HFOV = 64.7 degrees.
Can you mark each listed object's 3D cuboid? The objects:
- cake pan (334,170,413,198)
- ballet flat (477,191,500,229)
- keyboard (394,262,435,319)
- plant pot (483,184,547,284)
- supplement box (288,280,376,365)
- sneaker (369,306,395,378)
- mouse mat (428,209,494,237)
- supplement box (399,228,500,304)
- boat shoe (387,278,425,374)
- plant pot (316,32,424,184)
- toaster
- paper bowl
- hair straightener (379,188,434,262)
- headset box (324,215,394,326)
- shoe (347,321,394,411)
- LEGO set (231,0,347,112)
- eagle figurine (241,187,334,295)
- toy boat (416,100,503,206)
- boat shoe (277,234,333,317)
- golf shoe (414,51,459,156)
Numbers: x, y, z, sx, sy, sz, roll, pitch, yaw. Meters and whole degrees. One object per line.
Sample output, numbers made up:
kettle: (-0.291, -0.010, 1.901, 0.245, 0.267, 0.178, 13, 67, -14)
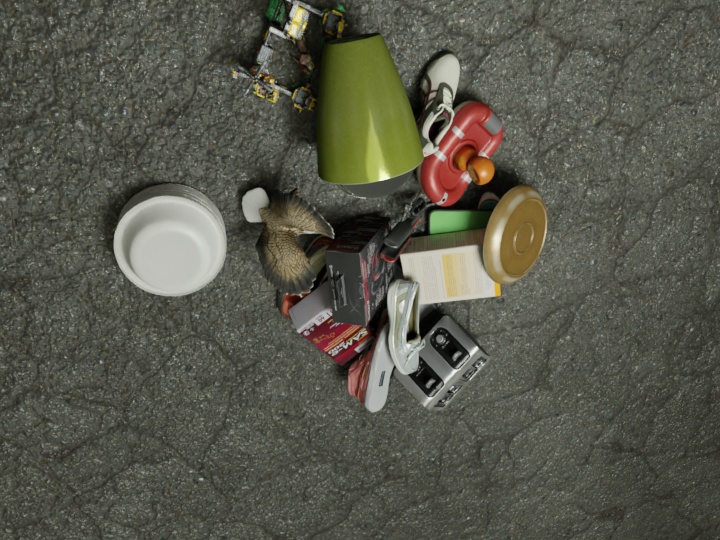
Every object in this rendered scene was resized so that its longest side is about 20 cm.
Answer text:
cake pan: (0.026, -0.226, 1.080, 0.196, 0.037, 0.204, -7, 120, -13)
ballet flat: (0.269, -0.075, 1.220, 0.068, 0.070, 0.204, -7, 123, -12)
keyboard: (0.095, 0.042, 1.269, 0.056, 0.011, 0.200, -37, 122, 12)
plant pot: (0.316, -0.067, 1.127, 0.197, 0.027, 0.204, -17, 117, -36)
supplement box: (-0.054, 0.116, 1.202, 0.108, 0.061, 0.200, -36, 141, 6)
sneaker: (0.069, 0.183, 1.291, 0.068, 0.090, 0.204, 2, 118, -17)
mouse mat: (0.240, -0.055, 1.194, 0.195, 0.008, 0.164, 1, 122, 9)
supplement box: (0.186, -0.008, 1.184, 0.195, 0.074, 0.128, -6, 120, 10)
boat shoe: (0.099, 0.119, 1.169, 0.074, 0.064, 0.207, -23, 112, -54)
plant pot: (0.002, -0.269, 0.924, 0.183, 0.188, 0.204, -14, 117, -8)
toaster: (0.188, 0.214, 1.290, 0.181, 0.119, 0.200, -46, 155, 5)
paper bowl: (-0.344, -0.045, 1.036, 0.196, 0.105, 0.204, -8, 121, -13)
hair straightener: (0.102, -0.100, 1.109, 0.200, 0.040, 0.078, -45, 157, -39)
headset box: (0.000, 0.000, 1.093, 0.073, 0.200, 0.152, 4, 118, 20)
shoe: (0.025, 0.197, 1.241, 0.071, 0.090, 0.204, 3, 105, -43)
LEGO set: (-0.104, -0.353, 0.921, 0.152, 0.116, 0.202, 26, 109, -27)
eagle figurine: (-0.125, -0.074, 1.022, 0.149, 0.201, 0.154, -25, 120, 2)
toy boat: (0.203, -0.207, 1.076, 0.129, 0.131, 0.201, 24, 111, -43)
boat shoe: (-0.109, 0.021, 1.165, 0.070, 0.063, 0.202, 25, 111, -29)
golf shoe: (0.144, -0.296, 1.027, 0.076, 0.088, 0.204, 21, 90, -33)
